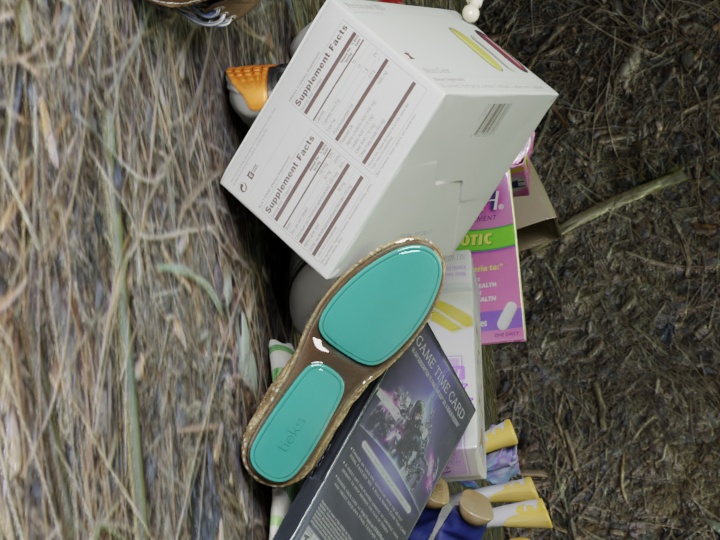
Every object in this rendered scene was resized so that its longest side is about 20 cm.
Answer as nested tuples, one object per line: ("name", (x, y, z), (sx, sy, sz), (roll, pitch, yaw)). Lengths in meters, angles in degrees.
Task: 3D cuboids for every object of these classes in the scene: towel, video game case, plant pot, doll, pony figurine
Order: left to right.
("towel", (-0.049, 0.171, 1.246), (0.153, 0.023, 0.202), (71, 17, -55))
("video game case", (0.015, 0.147, 1.215), (0.201, 0.019, 0.143), (-60, 145, -23))
("doll", (0.030, 0.263, 1.368), (0.049, 0.135, 0.201), (-91, -156, -69))
("pony figurine", (0.056, 0.209, 1.474), (0.194, 0.198, 0.167), (-109, 177, -48))
("plant pot", (0.141, -0.109, 2.166), (0.200, 0.198, 0.179), (35, 39, -79))

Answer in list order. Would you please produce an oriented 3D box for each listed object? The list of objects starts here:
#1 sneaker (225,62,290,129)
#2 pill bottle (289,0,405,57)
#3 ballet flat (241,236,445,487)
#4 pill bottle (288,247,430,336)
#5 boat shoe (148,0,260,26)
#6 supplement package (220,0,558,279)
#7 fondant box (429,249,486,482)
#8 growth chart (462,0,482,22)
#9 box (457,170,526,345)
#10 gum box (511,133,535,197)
("sneaker", (-0.052, -0.108, 1.244), (0.200, 0.075, 0.093), (-26, 115, -80))
("pill bottle", (0.032, -0.138, 1.448), (0.201, 0.110, 0.111), (59, 8, 4))
("ballet flat", (-0.016, 0.057, 1.142), (0.070, 0.200, 0.065), (40, 0, -8))
("pill bottle", (0.000, 0.000, 1.323), (0.201, 0.114, 0.117), (-92, 172, -47))
("boat shoe", (-0.086, -0.190, 1.031), (0.200, 0.072, 0.073), (-44, 159, -56))
("supplement package", (0.025, -0.096, 1.184), (0.156, 0.111, 0.199), (-57, 160, 21))
("fondant box", (0.031, 0.083, 1.415), (0.058, 0.143, 0.202), (73, 14, -54))
("growth chart", (0.049, -0.275, 1.205), (0.200, 0.018, 0.146), (44, 53, -41))
("box", (0.059, -0.025, 1.547), (0.097, 0.174, 0.202), (20, 65, -86))
("gum box", (0.078, -0.111, 1.665), (0.114, 0.198, 0.067), (54, 31, -76))
